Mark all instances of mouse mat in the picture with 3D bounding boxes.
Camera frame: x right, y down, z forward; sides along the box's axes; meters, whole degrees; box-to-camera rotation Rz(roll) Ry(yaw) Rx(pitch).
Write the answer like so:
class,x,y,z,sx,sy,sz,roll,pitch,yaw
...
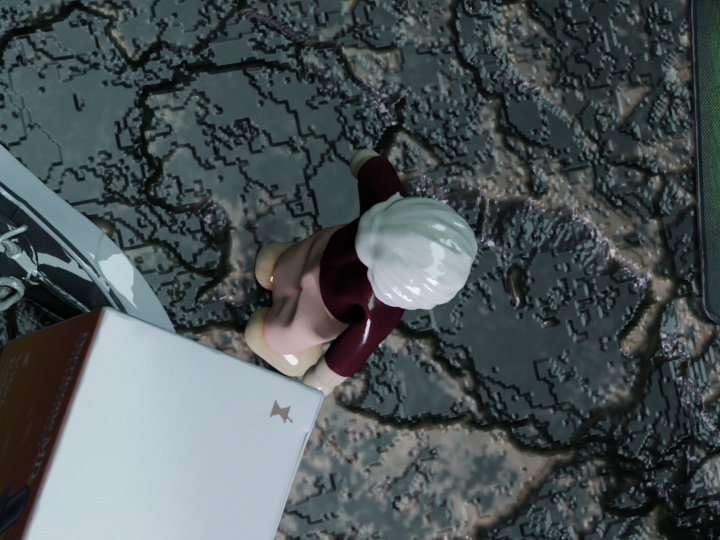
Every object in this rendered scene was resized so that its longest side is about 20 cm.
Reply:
class,x,y,z,sx,sy,sz,roll,pitch,yaw
mouse mat,0.265,-0.067,1.225,0.160,0.008,0.201,1,82,-22

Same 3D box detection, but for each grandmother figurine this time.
class,x,y,z,sx,sy,sz,roll,pitch,yaw
grandmother figurine,0.000,0.000,1.007,0.060,0.200,0.122,3,83,-21

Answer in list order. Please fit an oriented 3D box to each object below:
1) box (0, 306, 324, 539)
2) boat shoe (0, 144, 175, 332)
class,x,y,z,sx,sy,sz,roll,pitch,yaw
box,-0.118,0.111,0.948,0.106,0.200,0.153,23,75,-17
boat shoe,-0.177,-0.013,1.006,0.199,0.074,0.068,46,66,-10
